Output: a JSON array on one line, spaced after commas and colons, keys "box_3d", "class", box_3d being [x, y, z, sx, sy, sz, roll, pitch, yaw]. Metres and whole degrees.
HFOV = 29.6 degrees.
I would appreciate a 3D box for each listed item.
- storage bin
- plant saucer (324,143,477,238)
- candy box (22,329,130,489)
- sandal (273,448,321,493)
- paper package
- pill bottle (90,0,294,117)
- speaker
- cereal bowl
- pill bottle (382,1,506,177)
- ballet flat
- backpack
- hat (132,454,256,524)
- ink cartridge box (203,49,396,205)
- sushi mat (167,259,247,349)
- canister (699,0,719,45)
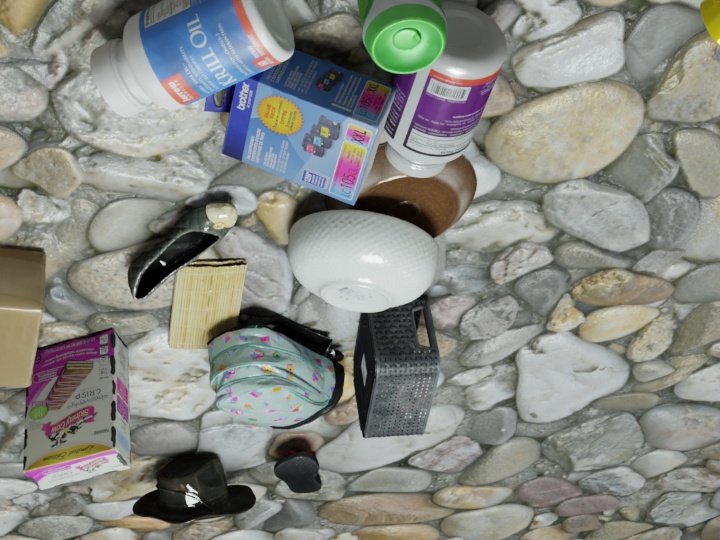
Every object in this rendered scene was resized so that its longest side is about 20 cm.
[{"box_3d": [0.048, 0.140, 1.971, 0.094, 0.135, 0.200, -2, 143, -10], "class": "storage bin"}, {"box_3d": [0.055, -0.087, 1.758, 0.200, 0.037, 0.200, -6, 144, -4], "class": "plant saucer"}, {"box_3d": [-0.394, 0.192, 1.896, 0.136, 0.200, 0.061, -15, 143, 8], "class": "candy box"}, {"box_3d": [-0.103, 0.328, 2.275, 0.075, 0.045, 0.200, -3, 158, 2], "class": "sandal"}, {"box_3d": [-0.518, 0.058, 1.776, 0.200, 0.103, 0.191, 5, 139, -17], "class": "paper package"}, {"box_3d": [-0.181, -0.238, 1.448, 0.200, 0.112, 0.112, -23, 141, 17], "class": "pill bottle"}, {"box_3d": [0.033, -0.290, 1.350, 0.088, 0.200, 0.088, -6, 143, -4], "class": "speaker"}, {"box_3d": [0.000, 0.000, 1.772, 0.200, 0.083, 0.200, 7, 158, 3], "class": "cereal bowl"}, {"box_3d": [0.088, -0.200, 1.553, 0.112, 0.112, 0.200, 2, 142, -14], "class": "pill bottle"}, {"box_3d": [-0.227, -0.025, 1.763, 0.066, 0.057, 0.200, 26, 131, -38], "class": "ballet flat"}, {"box_3d": [-0.129, 0.153, 1.955, 0.167, 0.127, 0.200, -28, 145, 20], "class": "backpack"}, {"box_3d": [-0.272, 0.345, 2.212, 0.201, 0.081, 0.201, -3, -172, 0], "class": "hat"}, {"box_3d": [-0.075, -0.174, 1.547, 0.200, 0.076, 0.136, 22, 140, 3], "class": "ink cartridge box"}, {"box_3d": [-0.215, 0.050, 1.901, 0.096, 0.012, 0.200, -1, 143, -13], "class": "sushi mat"}, {"box_3d": [0.498, -0.314, 1.511, 0.149, 0.087, 0.200, 21, 135, -33], "class": "canister"}]
